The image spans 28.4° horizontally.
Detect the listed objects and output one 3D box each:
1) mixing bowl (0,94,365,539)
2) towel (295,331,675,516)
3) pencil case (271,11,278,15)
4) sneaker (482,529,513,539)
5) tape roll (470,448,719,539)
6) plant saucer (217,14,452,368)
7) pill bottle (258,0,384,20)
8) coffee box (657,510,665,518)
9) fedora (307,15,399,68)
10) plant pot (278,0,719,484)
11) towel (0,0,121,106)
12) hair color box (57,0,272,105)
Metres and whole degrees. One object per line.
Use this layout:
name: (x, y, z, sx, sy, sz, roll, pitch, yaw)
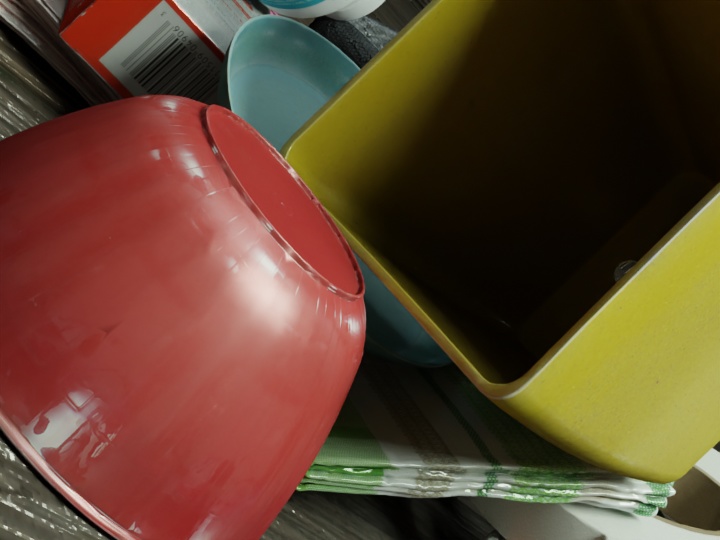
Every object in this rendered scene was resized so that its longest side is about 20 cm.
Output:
mixing bowl: (-0.068, 0.005, 0.567, 0.201, 0.108, 0.200, 49, 12, -13)
towel: (0.041, 0.072, 0.709, 0.197, 0.031, 0.149, 6, 21, -22)
pencil case: (-0.118, -0.194, 1.017, 0.200, 0.091, 0.094, 46, -7, -32)
sneaker: (0.111, 0.169, 0.773, 0.081, 0.078, 0.200, 20, 16, 17)
tape roll: (0.150, 0.127, 0.765, 0.200, 0.037, 0.203, 21, 17, -6)
plant saucer: (-0.010, -0.037, 0.729, 0.200, 0.027, 0.202, 43, 31, -33)
pill bottle: (-0.049, -0.220, 0.833, 0.111, 0.110, 0.200, 58, 14, 30)
coffee box: (0.198, 0.230, 0.909, 0.201, 0.044, 0.124, 66, -3, -49)
fedora: (0.010, -0.106, 0.947, 0.199, 0.092, 0.201, 32, 26, -18)
plant pot: (0.117, -0.024, 0.648, 0.176, 0.200, 0.200, 46, 0, -44)
towel: (-0.145, -0.132, 0.856, 0.191, 0.032, 0.200, 49, 13, -17)
hair color box: (-0.107, -0.146, 0.821, 0.111, 0.064, 0.201, 46, 16, -23)
